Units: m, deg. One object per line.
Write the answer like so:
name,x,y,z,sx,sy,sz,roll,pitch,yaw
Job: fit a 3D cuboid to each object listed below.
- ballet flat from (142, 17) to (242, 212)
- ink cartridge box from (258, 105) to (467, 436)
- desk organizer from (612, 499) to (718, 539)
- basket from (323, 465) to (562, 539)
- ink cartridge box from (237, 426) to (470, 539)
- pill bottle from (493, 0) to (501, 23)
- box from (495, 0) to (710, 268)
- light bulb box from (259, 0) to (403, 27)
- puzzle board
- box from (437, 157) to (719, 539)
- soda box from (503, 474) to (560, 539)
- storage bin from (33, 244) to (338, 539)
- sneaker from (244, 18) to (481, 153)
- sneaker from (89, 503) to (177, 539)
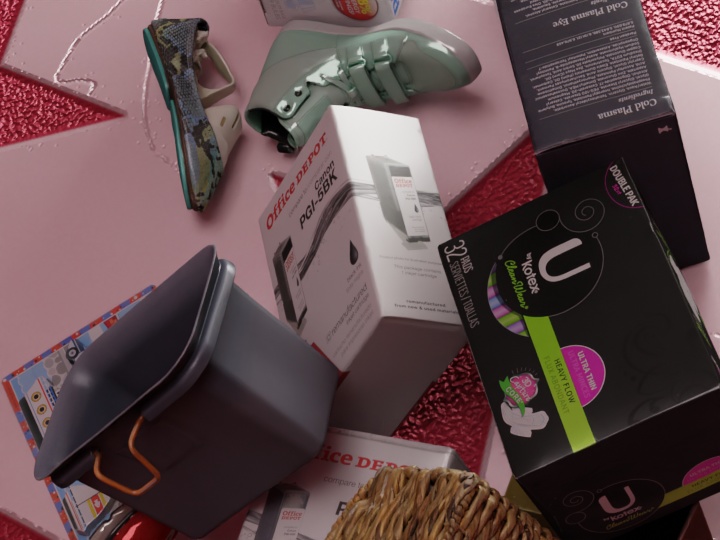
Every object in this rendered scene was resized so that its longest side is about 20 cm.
ballet flat,-0.134,-0.139,1.702,0.074,0.074,0.201,-21,59,7
ink cartridge box,0.000,0.000,1.508,0.082,0.147,0.201,7,49,-27
desk organizer,0.166,0.243,1.352,0.071,0.077,0.201,18,68,28
basket,0.043,0.247,1.306,0.142,0.149,0.201,-7,51,54
ink cartridge box,-0.014,0.218,1.429,0.144,0.085,0.201,8,62,24
pill bottle,0.156,-0.252,1.631,0.112,0.114,0.201,-18,55,9
box,0.176,-0.117,1.489,0.103,0.200,0.183,-17,55,8
light bulb box,-0.024,-0.341,1.684,0.124,0.199,0.201,3,51,23
puzzle board,-0.190,0.120,1.594,0.150,0.017,0.201,-31,54,0
box,0.159,0.058,1.354,0.148,0.124,0.201,-26,50,10
soda box,0.170,0.098,1.445,0.067,0.064,0.201,11,64,27
storage bin,-0.116,0.105,1.409,0.200,0.134,0.146,-39,26,38
sneaker,-0.001,-0.141,1.644,0.199,0.074,0.119,5,55,34
sneaker,-0.173,0.253,1.481,0.084,0.077,0.201,27,83,26
